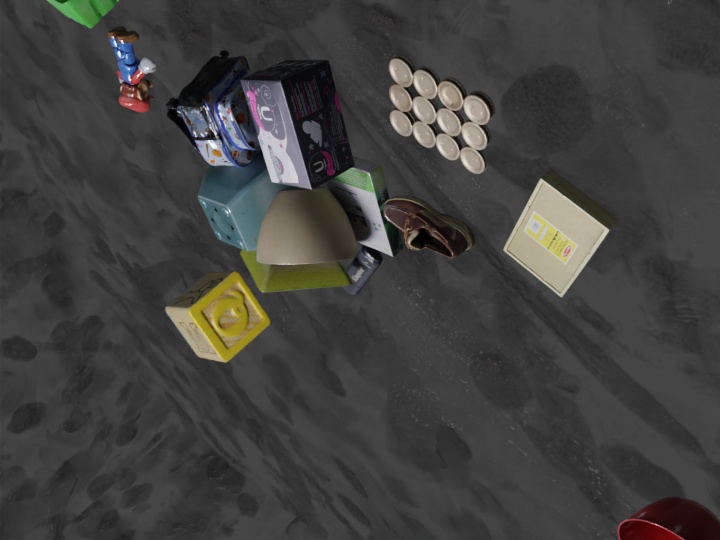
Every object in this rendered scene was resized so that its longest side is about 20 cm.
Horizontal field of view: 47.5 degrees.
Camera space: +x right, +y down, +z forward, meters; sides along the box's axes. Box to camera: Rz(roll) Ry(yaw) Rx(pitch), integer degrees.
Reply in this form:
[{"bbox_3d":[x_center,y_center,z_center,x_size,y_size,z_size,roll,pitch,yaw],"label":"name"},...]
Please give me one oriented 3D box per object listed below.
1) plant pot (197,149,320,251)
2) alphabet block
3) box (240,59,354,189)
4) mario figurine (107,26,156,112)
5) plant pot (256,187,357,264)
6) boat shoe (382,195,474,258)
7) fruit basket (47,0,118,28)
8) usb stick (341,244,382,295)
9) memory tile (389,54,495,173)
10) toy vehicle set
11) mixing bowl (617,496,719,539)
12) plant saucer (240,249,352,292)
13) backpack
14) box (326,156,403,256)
[{"bbox_3d":[-0.219,-0.151,1.713,0.196,0.200,0.197,21,143,43],"label":"plant pot"},{"bbox_3d":[-0.418,0.131,2.390,0.200,0.195,0.197,-1,128,58],"label":"alphabet block"},{"bbox_3d":[-0.113,-0.263,1.467,0.132,0.114,0.201,15,128,47],"label":"box"},{"bbox_3d":[-0.526,-0.471,1.924,0.124,0.105,0.201,-107,11,-52],"label":"mario figurine"},{"bbox_3d":[-0.107,-0.092,1.592,0.200,0.199,0.136,9,104,52],"label":"plant pot"},{"bbox_3d":[0.107,-0.073,1.465,0.199,0.072,0.072,29,147,33],"label":"boat shoe"},{"bbox_3d":[-0.547,-0.609,1.602,0.155,0.215,0.216,30,148,32],"label":"fruit basket"},{"bbox_3d":[0.000,0.000,1.765,0.055,0.033,0.200,47,153,6],"label":"usb stick"},{"bbox_3d":[0.123,-0.245,1.280,0.199,0.017,0.154,34,150,29],"label":"memory tile"},{"bbox_3d":[0.300,-0.053,1.252,0.124,0.026,0.200,41,152,15],"label":"toy vehicle set"},{"bbox_3d":[0.571,0.476,1.445,0.200,0.108,0.201,35,150,23],"label":"mixing bowl"},{"bbox_3d":[-0.138,-0.026,1.728,0.200,0.198,0.048,-129,39,-57],"label":"plant saucer"},{"bbox_3d":[-0.252,-0.302,1.601,0.153,0.200,0.191,15,141,25],"label":"backpack"},{"bbox_3d":[0.002,-0.131,1.590,0.144,0.036,0.201,24,145,40],"label":"box"}]
